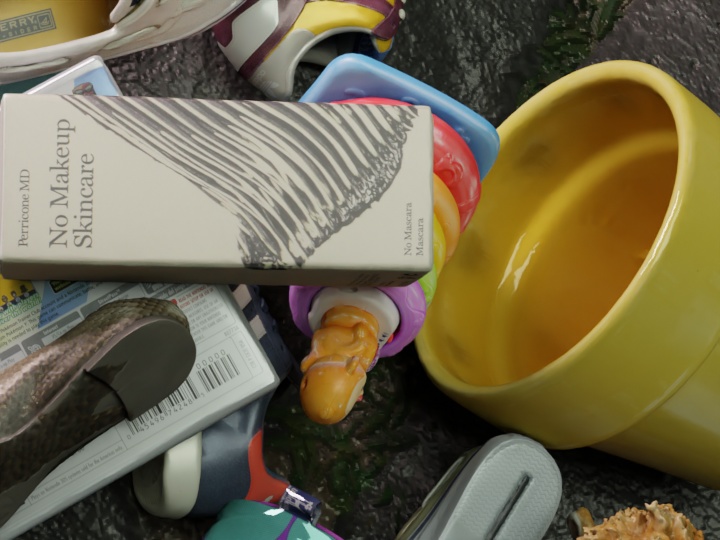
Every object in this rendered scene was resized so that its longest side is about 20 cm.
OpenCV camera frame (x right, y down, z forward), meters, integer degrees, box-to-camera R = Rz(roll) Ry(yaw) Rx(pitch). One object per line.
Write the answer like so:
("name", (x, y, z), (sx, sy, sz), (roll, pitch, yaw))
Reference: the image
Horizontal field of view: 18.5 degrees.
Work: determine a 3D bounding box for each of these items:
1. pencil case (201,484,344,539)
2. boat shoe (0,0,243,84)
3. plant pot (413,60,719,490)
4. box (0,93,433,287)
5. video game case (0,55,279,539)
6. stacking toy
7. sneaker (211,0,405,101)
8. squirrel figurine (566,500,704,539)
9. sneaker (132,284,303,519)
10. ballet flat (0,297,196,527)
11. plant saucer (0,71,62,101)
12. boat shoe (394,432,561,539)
("pencil case", (-0.065, 0.204, 1.029), (0.092, 0.085, 0.201), (16, 66, 25))
("boat shoe", (-0.120, -0.144, 1.104), (0.199, 0.070, 0.071), (-21, 98, -26))
("plant pot", (0.160, 0.021, 1.184), (0.188, 0.200, 0.202), (33, 57, -29))
("box", (-0.068, -0.036, 1.023), (0.198, 0.068, 0.083), (0, 84, -9))
("video game case", (-0.167, 0.024, 1.049), (0.199, 0.022, 0.183), (-29, 88, -9))
("stacking toy", (0.000, 0.000, 1.113), (0.109, 0.116, 0.201), (27, 42, -16))
("sneaker", (0.003, -0.163, 1.238), (0.199, 0.075, 0.090), (-32, 86, -25))
("squirrel figurine", (0.134, 0.200, 1.090), (0.141, 0.200, 0.187), (30, 45, -3))
("sneaker", (-0.069, 0.027, 1.123), (0.084, 0.075, 0.202), (6, 77, -24))
("ballet flat", (-0.165, 0.073, 1.013), (0.199, 0.046, 0.068), (-35, 129, -5))
("plant saucer", (-0.204, -0.051, 1.107), (0.199, 0.027, 0.202), (10, 66, -24))
("boat shoe", (0.032, 0.171, 1.119), (0.072, 0.062, 0.200), (41, 75, -8))
